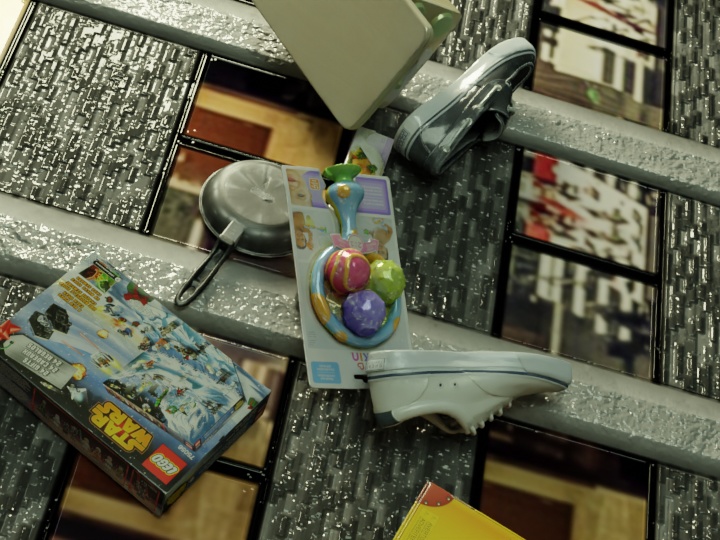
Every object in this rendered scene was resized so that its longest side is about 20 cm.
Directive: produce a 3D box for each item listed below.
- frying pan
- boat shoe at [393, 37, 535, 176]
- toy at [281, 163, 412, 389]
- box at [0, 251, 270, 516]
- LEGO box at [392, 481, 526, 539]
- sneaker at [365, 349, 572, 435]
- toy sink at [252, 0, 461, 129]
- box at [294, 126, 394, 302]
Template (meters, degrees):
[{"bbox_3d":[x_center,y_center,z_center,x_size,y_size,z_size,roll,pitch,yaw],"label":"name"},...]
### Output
[{"bbox_3d":[-0.119,-0.047,1.402,0.189,0.031,0.115,-25,62,-35],"label":"frying pan"},{"bbox_3d":[0.120,-0.160,1.537,0.068,0.072,0.200,39,54,18],"label":"boat shoe"},{"bbox_3d":[0.000,0.000,1.336,0.114,0.047,0.202,4,65,-33],"label":"toy"},{"bbox_3d":[-0.191,0.088,1.259,0.199,0.040,0.137,37,50,13],"label":"box"},{"bbox_3d":[0.063,0.282,1.160,0.148,0.077,0.200,30,50,7],"label":"LEGO box"},{"bbox_3d":[0.093,0.106,1.328,0.198,0.073,0.072,2,84,-25],"label":"sneaker"},{"bbox_3d":[0.008,-0.241,1.508,0.112,0.131,0.201,6,42,-52],"label":"toy sink"},{"bbox_3d":[-0.013,-0.050,1.427,0.038,0.042,0.201,20,50,-1],"label":"box"}]
